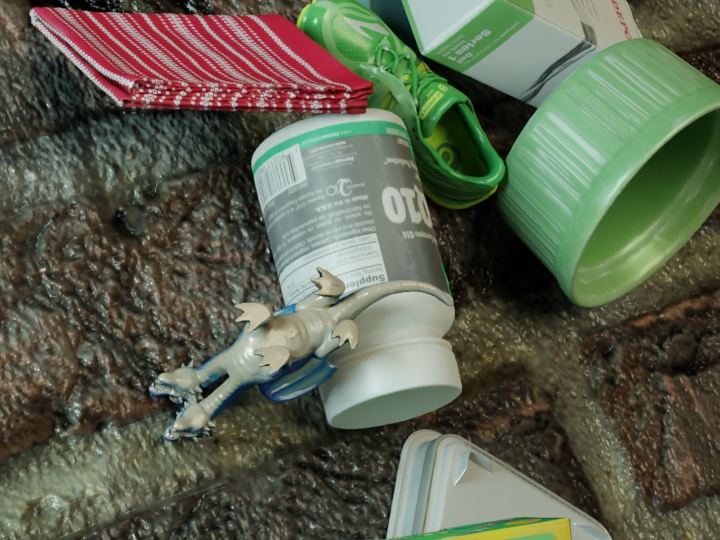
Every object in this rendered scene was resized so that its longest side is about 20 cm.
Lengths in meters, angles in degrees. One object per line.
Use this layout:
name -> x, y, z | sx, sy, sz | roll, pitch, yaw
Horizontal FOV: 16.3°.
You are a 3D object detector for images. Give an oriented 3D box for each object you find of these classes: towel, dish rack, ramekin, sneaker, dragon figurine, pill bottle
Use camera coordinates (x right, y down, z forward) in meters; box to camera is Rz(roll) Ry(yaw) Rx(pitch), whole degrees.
towel -> -0.105, -0.145, 1.696 | 0.200, 0.023, 0.145 | -1, 28, -35
dish rack -> 0.107, 0.212, 1.768 | 0.200, 0.044, 0.172 | 33, 48, -28
ramekin -> 0.195, -0.079, 1.900 | 0.098, 0.200, 0.200 | 43, 37, 23
sneaker -> 0.037, -0.131, 1.852 | 0.200, 0.084, 0.074 | 45, 66, -15
dragon figurine -> -0.045, 0.048, 1.638 | 0.200, 0.099, 0.059 | -25, 79, -25
pill bottle -> 0.000, 0.000, 1.729 | 0.113, 0.113, 0.200 | 1, 68, -44

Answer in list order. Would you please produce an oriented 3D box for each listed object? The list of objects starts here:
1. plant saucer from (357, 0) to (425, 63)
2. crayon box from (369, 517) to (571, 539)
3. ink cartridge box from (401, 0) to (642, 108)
plant saucer -> 0.022, -0.234, 1.951 | 0.070, 0.019, 0.200 | 20, 56, -35
crayon box -> 0.051, 0.231, 1.645 | 0.200, 0.058, 0.119 | -4, 88, -35
ink cartridge box -> 0.120, -0.211, 1.948 | 0.200, 0.084, 0.146 | 21, 41, -45
